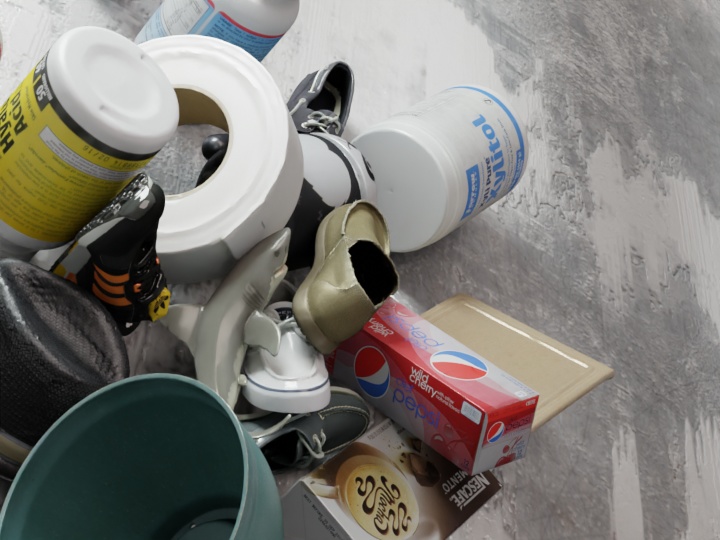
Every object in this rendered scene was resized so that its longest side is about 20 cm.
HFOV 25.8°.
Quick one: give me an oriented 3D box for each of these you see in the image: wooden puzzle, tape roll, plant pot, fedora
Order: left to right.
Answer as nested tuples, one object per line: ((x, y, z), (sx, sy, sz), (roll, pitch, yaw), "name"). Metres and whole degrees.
((-0.238, 0.060, 1.167), (0.200, 0.092, 0.201), (28, 39, -25), "fedora")
((-0.133, 0.191, 1.091), (0.134, 0.199, 0.201), (50, 23, -48), "plant pot")
((-0.150, -0.093, 1.321), (0.071, 0.202, 0.203), (69, -5, -67), "tape roll")
((0.115, 0.094, 1.483), (0.184, 0.037, 0.200), (28, 32, 31), "wooden puzzle")

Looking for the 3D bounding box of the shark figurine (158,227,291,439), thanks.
((-0.119, 0.065, 1.238), (0.089, 0.128, 0.215), (31, 41, -25), "shark figurine")

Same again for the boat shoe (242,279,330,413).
((-0.067, 0.059, 1.307), (0.073, 0.066, 0.200), (-2, 17, -12), "boat shoe")

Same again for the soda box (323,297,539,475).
((0.055, 0.092, 1.332), (0.070, 0.064, 0.200), (-13, 34, -40), "soda box")

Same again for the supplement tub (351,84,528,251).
((0.078, -0.108, 1.620), (0.132, 0.132, 0.200), (50, 35, 4), "supplement tub")

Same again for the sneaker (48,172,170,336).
((-0.171, -0.006, 1.192), (0.090, 0.200, 0.070), (45, 61, -6), "sneaker")

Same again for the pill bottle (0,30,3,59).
((-0.354, -0.129, 1.209), (0.119, 0.120, 0.201), (31, 38, -21), "pill bottle")

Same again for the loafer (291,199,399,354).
((0.000, 0.000, 1.324), (0.076, 0.067, 0.200), (56, 26, -23), "loafer")

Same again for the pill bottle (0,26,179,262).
((-0.238, -0.086, 1.216), (0.111, 0.200, 0.112), (29, 38, -26), "pill bottle")

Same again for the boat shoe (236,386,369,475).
((-0.062, 0.145, 1.276), (0.199, 0.073, 0.062), (-8, 35, -41), "boat shoe")

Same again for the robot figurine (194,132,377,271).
((-0.070, -0.062, 1.434), (0.200, 0.124, 0.151), (-15, 92, -51), "robot figurine")

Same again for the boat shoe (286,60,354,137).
((-0.051, -0.149, 1.595), (0.073, 0.063, 0.200), (37, 36, -13), "boat shoe")

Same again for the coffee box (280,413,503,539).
((0.019, 0.197, 1.313), (0.113, 0.080, 0.200), (49, 35, 9), "coffee box")

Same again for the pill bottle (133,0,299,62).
((-0.127, -0.241, 1.485), (0.108, 0.200, 0.109), (28, 39, -25), "pill bottle")
